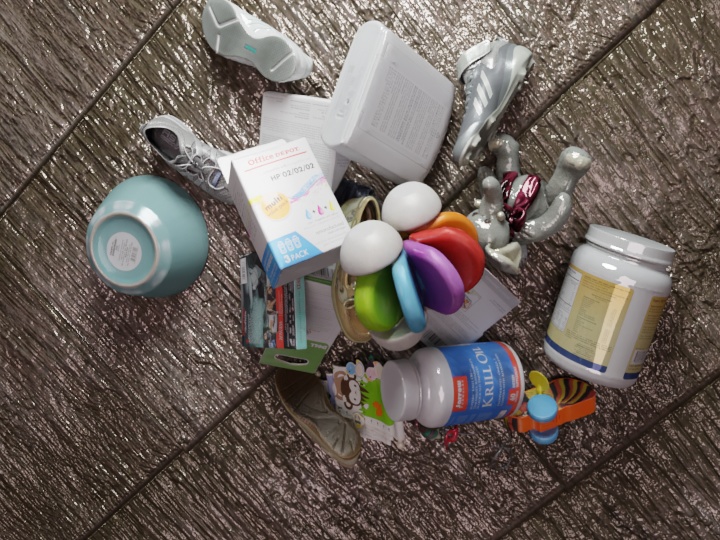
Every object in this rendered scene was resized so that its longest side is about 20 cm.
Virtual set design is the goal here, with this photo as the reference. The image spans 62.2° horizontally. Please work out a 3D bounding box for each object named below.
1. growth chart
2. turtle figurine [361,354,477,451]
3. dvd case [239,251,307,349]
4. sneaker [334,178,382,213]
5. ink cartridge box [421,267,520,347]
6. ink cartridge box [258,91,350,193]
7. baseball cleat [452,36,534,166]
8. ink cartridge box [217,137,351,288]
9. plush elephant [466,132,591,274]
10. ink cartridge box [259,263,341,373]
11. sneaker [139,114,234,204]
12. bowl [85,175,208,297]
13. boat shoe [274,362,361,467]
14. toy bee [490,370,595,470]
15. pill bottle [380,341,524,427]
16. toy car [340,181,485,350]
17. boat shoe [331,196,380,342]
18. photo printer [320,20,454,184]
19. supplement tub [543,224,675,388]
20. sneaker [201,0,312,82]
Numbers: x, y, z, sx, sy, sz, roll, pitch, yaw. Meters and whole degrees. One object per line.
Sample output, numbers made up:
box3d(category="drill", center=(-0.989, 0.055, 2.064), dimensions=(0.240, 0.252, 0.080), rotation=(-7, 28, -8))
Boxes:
box3d(category="growth chart", center=(-0.004, 0.215, 0.967), dimensions=(0.196, 0.017, 0.150), rotation=(-6, 101, 44))
box3d(category="turtle figurine", center=(0.100, 0.207, 0.963), dimensions=(0.193, 0.101, 0.155), rotation=(11, 99, 12))
box3d(category="dvd case", center=(-0.136, 0.042, 0.896), dimensions=(0.021, 0.198, 0.152), rotation=(0, 84, -34))
box3d(category="sneaker", center=(-0.038, -0.042, 0.927), dimensions=(0.142, 0.077, 0.208), rotation=(20, 103, 4))
box3d(category="ink cartridge box", center=(0.119, 0.023, 0.914), dimensions=(0.199, 0.044, 0.174), rotation=(42, 123, -4))
box3d(category="ink cartridge box", center=(-0.087, -0.152, 0.886), dimensions=(0.158, 0.049, 0.207), rotation=(18, 110, 35))
box3d(category="baseball cleat", center=(0.164, -0.242, 0.846), dimensions=(0.105, 0.070, 0.202), rotation=(31, 74, 17))
box3d(category="ink cartridge box", center=(-0.103, -0.096, 0.796), dimensions=(0.112, 0.068, 0.204), rotation=(-21, 76, -24))
box3d(category="plush elephant", center=(0.201, -0.083, 0.842), dimensions=(0.163, 0.152, 0.206), rotation=(32, 127, 39))
box3d(category="ink cartridge box", center=(-0.083, 0.071, 0.936), dimensions=(0.101, 0.060, 0.202), rotation=(13, 130, -22))
box3d(category="sneaker", center=(-0.254, -0.162, 0.914), dimensions=(0.197, 0.082, 0.076), rotation=(33, 109, 4))
box3d(category="bowl", center=(-0.351, -0.043, 0.948), dimensions=(0.193, 0.105, 0.209), rotation=(1, 103, 5))
box3d(category="boat shoe", center=(-0.073, 0.239, 0.981), dimensions=(0.199, 0.071, 0.066), rotation=(42, 150, 25))
box3d(category="toy bee", center=(0.267, 0.214, 0.948), dimensions=(0.194, 0.109, 0.135), rotation=(-5, 120, -24))
box3d(category="pill bottle", center=(0.132, 0.167, 0.872), dimensions=(0.193, 0.112, 0.116), rotation=(-2, 105, -24))
box3d(category="toy car", center=(0.080, 0.001, 0.759), dimensions=(0.147, 0.200, 0.179), rotation=(12, 134, 43))
box3d(category="boat shoe", center=(0.000, 0.000, 0.839), dimensions=(0.071, 0.062, 0.208), rotation=(-4, 92, -24))
box3d(category="photo printer", center=(0.049, -0.216, 0.829), dimensions=(0.069, 0.197, 0.171), rotation=(24, 95, 42))
box3d(category="supplement tub", center=(0.362, 0.049, 0.870), dimensions=(0.140, 0.145, 0.207), rotation=(15, 104, 2))
box3d(category="sneaker", center=(-0.154, -0.332, 0.881), dimensions=(0.198, 0.080, 0.072), rotation=(37, 114, 17))
